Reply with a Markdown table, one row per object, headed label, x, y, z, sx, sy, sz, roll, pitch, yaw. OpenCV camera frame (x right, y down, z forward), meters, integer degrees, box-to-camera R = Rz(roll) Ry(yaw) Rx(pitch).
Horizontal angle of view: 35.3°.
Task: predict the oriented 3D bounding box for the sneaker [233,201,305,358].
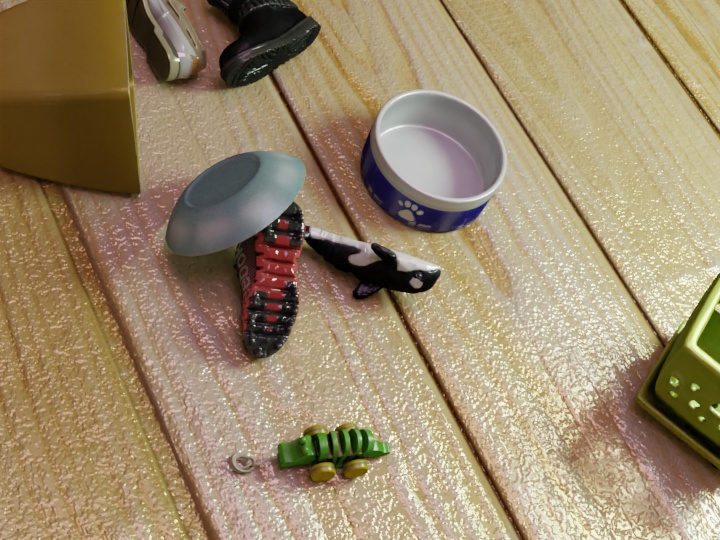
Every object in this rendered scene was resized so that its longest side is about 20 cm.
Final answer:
| label | x | y | z | sx | sy | sz | roll | pitch | yaw |
| --- | --- | --- | --- | --- | --- | --- | --- | --- | --- |
| sneaker | -0.119 | 0.013 | 1.418 | 0.070 | 0.098 | 0.203 | 12 | 76 | -27 |

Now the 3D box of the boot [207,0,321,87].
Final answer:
| label | x | y | z | sx | sy | sz | roll | pitch | yaw |
| --- | --- | --- | --- | --- | --- | --- | --- | --- | --- |
| boot | -0.172 | -0.362 | 1.642 | 0.158 | 0.080 | 0.211 | 45 | 43 | 4 |

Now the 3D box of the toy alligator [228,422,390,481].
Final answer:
| label | x | y | z | sx | sy | sz | roll | pitch | yaw |
| --- | --- | --- | --- | --- | --- | --- | --- | --- | --- |
| toy alligator | -0.052 | 0.208 | 1.317 | 0.198 | 0.054 | 0.060 | -1 | 57 | -21 |

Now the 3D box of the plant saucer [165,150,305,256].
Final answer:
| label | x | y | z | sx | sy | sz | roll | pitch | yaw |
| --- | --- | --- | --- | --- | --- | --- | --- | --- | --- |
| plant saucer | -0.165 | -0.098 | 1.413 | 0.199 | 0.039 | 0.202 | -20 | 33 | 13 |

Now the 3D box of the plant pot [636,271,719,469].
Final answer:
| label | x | y | z | sx | sy | sz | roll | pitch | yaw |
| --- | --- | --- | --- | --- | --- | --- | --- | --- | --- |
| plant pot | 0.492 | 0.139 | 1.484 | 0.198 | 0.182 | 0.200 | 38 | 52 | 7 |

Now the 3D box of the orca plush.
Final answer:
| label | x | y | z | sx | sy | sz | roll | pitch | yaw |
| --- | --- | --- | --- | --- | --- | --- | --- | --- | --- |
| orca plush | 0.000 | 0.000 | 1.470 | 0.198 | 0.105 | 0.072 | 19 | 84 | -11 |

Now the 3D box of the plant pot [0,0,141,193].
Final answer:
| label | x | y | z | sx | sy | sz | roll | pitch | yaw |
| --- | --- | --- | --- | --- | --- | --- | --- | --- | --- |
| plant pot | -0.374 | -0.225 | 1.419 | 0.175 | 0.201 | 0.202 | -5 | 58 | -10 |

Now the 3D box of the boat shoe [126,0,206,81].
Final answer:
| label | x | y | z | sx | sy | sz | roll | pitch | yaw |
| --- | --- | --- | --- | --- | --- | --- | --- | --- | --- |
| boat shoe | -0.284 | -0.356 | 1.610 | 0.068 | 0.075 | 0.201 | -14 | 70 | -34 |

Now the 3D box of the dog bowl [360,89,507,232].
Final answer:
| label | x | y | z | sx | sy | sz | roll | pitch | yaw |
| --- | --- | --- | --- | --- | --- | --- | --- | --- | --- |
| dog bowl | 0.103 | -0.156 | 1.606 | 0.198 | 0.079 | 0.202 | 10 | 55 | -14 |
